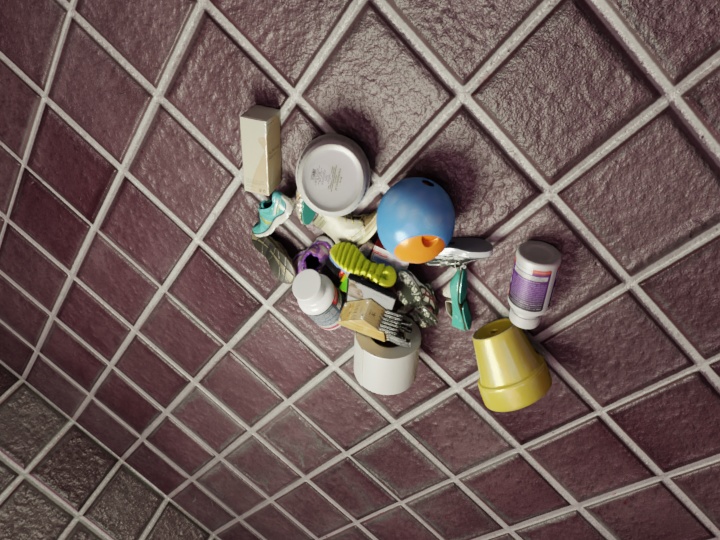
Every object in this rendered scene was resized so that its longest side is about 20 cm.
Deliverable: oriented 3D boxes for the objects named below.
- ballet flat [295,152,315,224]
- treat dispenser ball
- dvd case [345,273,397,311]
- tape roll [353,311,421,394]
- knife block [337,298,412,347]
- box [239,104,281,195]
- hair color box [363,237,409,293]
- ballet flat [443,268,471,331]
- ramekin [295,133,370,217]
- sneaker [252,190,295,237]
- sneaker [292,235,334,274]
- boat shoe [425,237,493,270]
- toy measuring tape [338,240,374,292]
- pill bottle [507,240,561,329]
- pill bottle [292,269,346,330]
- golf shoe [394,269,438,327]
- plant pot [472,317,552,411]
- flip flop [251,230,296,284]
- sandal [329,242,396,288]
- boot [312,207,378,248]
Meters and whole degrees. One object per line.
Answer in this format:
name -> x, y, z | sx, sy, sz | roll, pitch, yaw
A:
ballet flat -> -0.146, -0.226, 1.435 | 0.063, 0.074, 0.206 | 36, 130, 35
treat dispenser ball -> 0.134, -0.122, 1.294 | 0.193, 0.203, 0.207 | 10, 126, 14
dvd case -> 0.025, 0.081, 1.464 | 0.138, 0.018, 0.201 | 23, 158, 6
tape roll -> 0.076, 0.238, 1.555 | 0.195, 0.205, 0.143 | 12, 128, 13
knife block -> 0.051, 0.155, 1.486 | 0.174, 0.066, 0.197 | 38, 154, -25
box -> -0.259, -0.315, 1.395 | 0.075, 0.096, 0.206 | 13, 127, 12
hair color box -> 0.069, 0.015, 1.498 | 0.107, 0.065, 0.205 | 21, 129, 6
ballet flat -> 0.261, 0.079, 1.459 | 0.068, 0.068, 0.206 | 6, 126, 29
ramekin -> -0.069, -0.231, 1.315 | 0.191, 0.105, 0.209 | 0, 104, -1
sneaker -> -0.253, -0.162, 1.487 | 0.079, 0.079, 0.198 | 37, 140, -18
sneaker -> -0.155, -0.016, 1.553 | 0.080, 0.089, 0.199 | 41, 128, -11
boat shoe -> 0.251, -0.037, 1.382 | 0.192, 0.074, 0.070 | -1, 122, 24
toy measuring tape -> -0.012, -0.019, 1.507 | 0.072, 0.074, 0.203 | 31, 124, -1
pill bottle -> 0.431, 0.041, 1.337 | 0.107, 0.112, 0.206 | 11, 125, 14
pill bottle -> -0.116, 0.082, 1.528 | 0.115, 0.124, 0.201 | 1, 155, 21
golf shoe -> 0.156, 0.064, 1.464 | 0.075, 0.090, 0.203 | -11, 127, 33
plant pot -> 0.396, 0.245, 1.447 | 0.196, 0.200, 0.195 | -21, 97, 31
flip flop -> -0.251, -0.050, 1.580 | 0.200, 0.057, 0.082 | 47, 124, 17
sandal -> 0.000, 0.000, 1.430 | 0.196, 0.081, 0.088 | 32, 154, 5
boot -> -0.031, -0.143, 1.429 | 0.154, 0.073, 0.199 | 42, 129, -9
